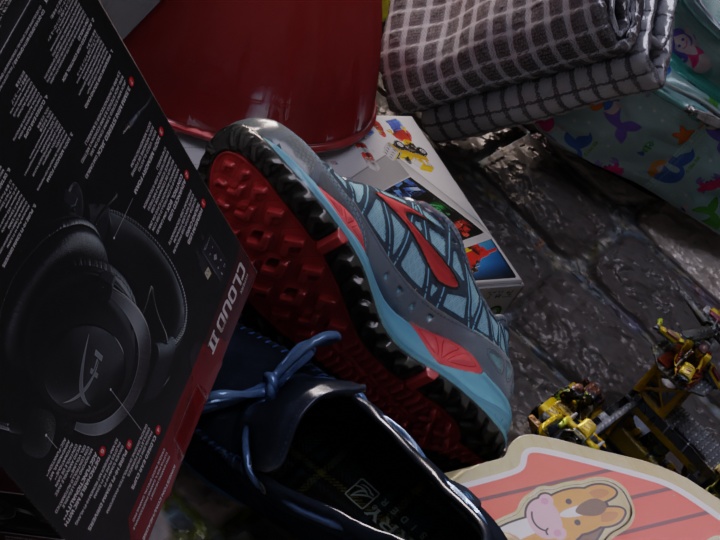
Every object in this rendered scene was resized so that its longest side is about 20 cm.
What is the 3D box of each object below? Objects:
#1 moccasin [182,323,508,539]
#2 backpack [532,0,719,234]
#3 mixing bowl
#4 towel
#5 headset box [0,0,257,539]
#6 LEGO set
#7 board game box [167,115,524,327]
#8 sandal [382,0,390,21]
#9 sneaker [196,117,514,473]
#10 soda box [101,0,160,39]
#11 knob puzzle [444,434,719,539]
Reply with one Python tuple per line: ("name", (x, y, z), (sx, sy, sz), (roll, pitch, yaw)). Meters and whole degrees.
("moccasin", (-0.013, 0.066, 0.672), (0.199, 0.068, 0.081), (30, 61, 24))
("backpack", (0.194, -0.128, 1.031), (0.199, 0.151, 0.178), (19, 40, -12))
("mixing bowl", (-0.067, -0.159, 0.857), (0.199, 0.109, 0.201), (18, 28, -10))
("towel", (0.099, -0.183, 0.940), (0.085, 0.165, 0.201), (30, 59, -38))
("headset box", (-0.117, 0.009, 0.581), (0.077, 0.200, 0.149), (5, 56, 24))
("LEGO set", (0.176, 0.100, 0.777), (0.153, 0.116, 0.200), (-15, 58, -46))
("board game box", (-0.026, -0.025, 0.831), (0.199, 0.035, 0.127), (-3, 50, -39))
("sandal", (-0.051, -0.220, 0.987), (0.199, 0.087, 0.080), (13, 43, -24))
("sneaker", (0.000, 0.000, 0.751), (0.200, 0.079, 0.096), (51, 39, -28))
("soda box", (-0.122, -0.149, 0.754), (0.063, 0.200, 0.068), (48, 7, 17))
("knob puzzle", (0.102, 0.147, 0.673), (0.218, 0.031, 0.221), (4, 53, -6))
